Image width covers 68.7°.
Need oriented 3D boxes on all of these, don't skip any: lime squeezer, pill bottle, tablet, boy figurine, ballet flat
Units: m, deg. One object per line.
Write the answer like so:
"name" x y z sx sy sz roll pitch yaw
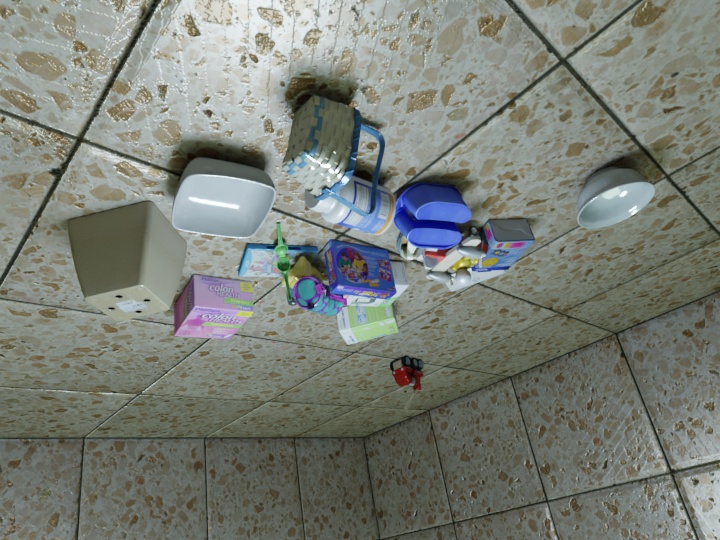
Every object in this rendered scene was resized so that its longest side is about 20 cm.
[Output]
"lime squeezer" -0.202 -0.031 1.352 0.036 0.071 0.207 -4 111 3
"pill bottle" -0.024 -0.154 1.172 0.196 0.115 0.111 12 145 -38
"tablet" 0.382 0.017 1.764 0.194 0.014 0.130 -20 152 15
"boy figurine" -0.160 0.028 1.474 0.120 0.066 0.201 0 153 -15
"ballet flat" 0.134 -0.069 1.442 0.072 0.076 0.202 -11 152 -1

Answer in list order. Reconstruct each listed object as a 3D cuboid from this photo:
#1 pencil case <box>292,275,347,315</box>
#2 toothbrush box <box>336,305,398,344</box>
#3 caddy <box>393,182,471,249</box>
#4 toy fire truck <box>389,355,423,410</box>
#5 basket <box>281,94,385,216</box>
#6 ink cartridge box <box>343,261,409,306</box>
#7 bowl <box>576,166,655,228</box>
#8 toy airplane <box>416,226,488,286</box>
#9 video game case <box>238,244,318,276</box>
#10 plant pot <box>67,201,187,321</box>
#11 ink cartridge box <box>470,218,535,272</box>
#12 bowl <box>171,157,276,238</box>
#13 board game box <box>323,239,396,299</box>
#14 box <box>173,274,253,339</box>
"pencil case" -0.108 0.073 1.433 0.089 0.088 0.200 -6 169 16
"toothbrush box" 0.026 0.176 1.836 0.193 0.089 0.146 -16 153 5
"caddy" 0.174 -0.138 1.295 0.194 0.106 0.145 2 126 -25
"toy fire truck" 0.217 0.521 2.430 0.127 0.206 0.174 -27 149 29
"basket" -0.040 -0.219 0.990 0.196 0.182 0.138 22 155 -27
"ink cartridge box" 0.025 0.039 1.580 0.194 0.086 0.146 3 149 -27
"bowl" 0.648 -0.203 1.374 0.194 0.093 0.203 -10 152 -5
"toy airplane" 0.251 -0.027 1.425 0.194 0.145 0.199 -25 166 15
"video game case" -0.225 -0.023 1.437 0.194 0.018 0.144 1 150 -24
"plant pot" -0.516 -0.005 1.180 0.193 0.182 0.201 -12 152 2
"ink cartridge box" 0.402 -0.064 1.555 0.132 0.079 0.201 -3 153 -16
"bowl" -0.288 -0.158 1.100 0.194 0.077 0.200 5 149 -29
"board game box" 0.000 0.000 1.443 0.195 0.138 0.045 9 147 -34
"box" -0.426 0.111 1.521 0.172 0.099 0.200 9 146 -34
